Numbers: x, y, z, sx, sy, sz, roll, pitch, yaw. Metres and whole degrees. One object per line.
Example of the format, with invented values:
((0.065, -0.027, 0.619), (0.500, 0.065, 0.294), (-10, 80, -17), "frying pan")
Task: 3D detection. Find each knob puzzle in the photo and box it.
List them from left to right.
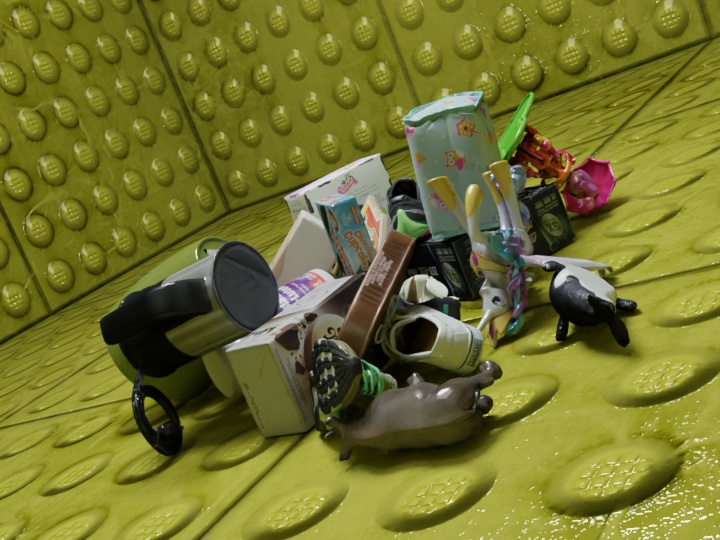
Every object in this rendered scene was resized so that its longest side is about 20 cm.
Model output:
((-0.013, 0.002, 1.485), (0.221, 0.030, 0.222), (-55, 23, 38), "knob puzzle")

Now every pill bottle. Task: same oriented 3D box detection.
((-0.115, 0.089, 1.389), (0.198, 0.113, 0.111), (-29, 12, -27), "pill bottle")

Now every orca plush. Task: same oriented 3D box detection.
((0.233, 0.049, 1.051), (0.200, 0.104, 0.072), (-116, 48, -73), "orca plush")

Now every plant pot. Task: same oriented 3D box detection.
((-0.240, 0.050, 1.447), (0.200, 0.187, 0.187), (-48, -5, 33), "plant pot")

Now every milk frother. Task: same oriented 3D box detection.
((-0.201, 0.099, 1.247), (0.186, 0.202, 0.180), (-24, 5, 34), "milk frother")

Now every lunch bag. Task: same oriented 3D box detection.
((0.133, -0.149, 1.383), (0.120, 0.173, 0.200), (-12, 14, 13), "lunch bag")

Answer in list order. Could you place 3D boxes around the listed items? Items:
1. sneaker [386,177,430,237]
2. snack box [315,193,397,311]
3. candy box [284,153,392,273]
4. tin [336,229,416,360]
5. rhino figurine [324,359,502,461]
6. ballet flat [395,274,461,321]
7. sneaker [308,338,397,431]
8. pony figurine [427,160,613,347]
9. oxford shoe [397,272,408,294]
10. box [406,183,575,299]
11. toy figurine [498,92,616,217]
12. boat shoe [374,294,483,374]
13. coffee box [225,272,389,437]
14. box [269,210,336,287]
((0.083, -0.103, 1.496), (0.076, 0.085, 0.200), (-20, 12, 13), "sneaker")
((0.000, 0.000, 1.330), (0.037, 0.203, 0.116), (-22, 10, -10), "snack box")
((-0.009, -0.064, 1.657), (0.166, 0.203, 0.071), (-28, 12, -30), "candy box")
((0.015, 0.038, 1.173), (0.041, 0.113, 0.201), (20, 47, 8), "tin")
((0.039, 0.139, 0.965), (0.198, 0.061, 0.087), (-18, 10, 36), "rhino figurine")
((0.086, 0.042, 1.293), (0.072, 0.074, 0.200), (-24, 11, -7), "ballet flat")
((-0.004, 0.112, 1.046), (0.087, 0.078, 0.200), (-9, -15, -10), "sneaker")
((0.177, -0.023, 1.197), (0.191, 0.203, 0.165), (-12, -6, -42), "pony figurine")
((0.084, 0.000, 1.546), (0.200, 0.075, 0.070), (-44, 36, -10), "oxford shoe")
((0.178, -0.041, 1.458), (0.198, 0.087, 0.163), (-29, 12, -25), "box")
((0.297, -0.153, 1.512), (0.152, 0.182, 0.200), (-61, 1, 12), "toy figurine")
((0.053, 0.072, 1.149), (0.085, 0.076, 0.201), (20, -1, -24), "boat shoe")
((-0.054, 0.097, 1.217), (0.079, 0.115, 0.199), (-14, 15, 39), "coffee box")
((-0.105, 0.018, 1.530), (0.202, 0.077, 0.095), (-59, 8, 4), "box")
